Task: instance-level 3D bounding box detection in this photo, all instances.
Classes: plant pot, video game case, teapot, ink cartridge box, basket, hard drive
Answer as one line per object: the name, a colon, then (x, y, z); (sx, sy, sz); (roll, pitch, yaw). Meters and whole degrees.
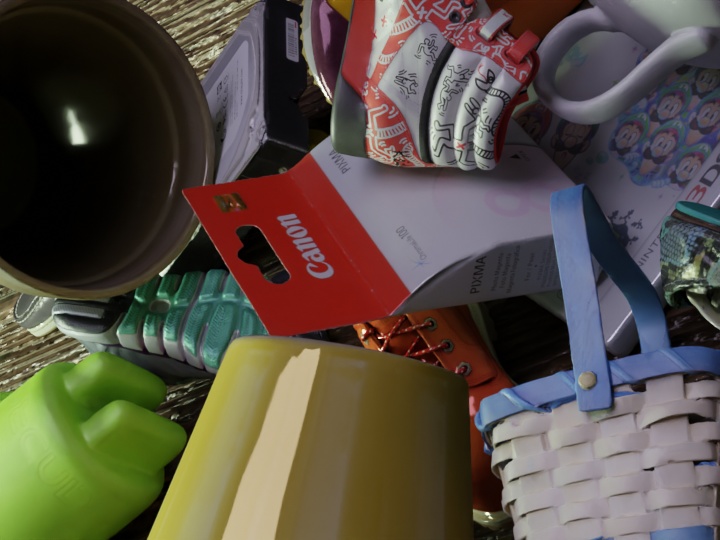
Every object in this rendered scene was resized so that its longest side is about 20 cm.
plant pot: (-0.224, -0.078, 1.273); (0.173, 0.200, 0.200); (-3, 60, 54)
video game case: (0.146, -0.063, 1.145); (0.182, 0.024, 0.200); (-53, 39, 0)
teapot: (0.180, -0.201, 1.091); (0.146, 0.200, 0.198); (-1, 105, 48)
ink cartridge box: (0.018, -0.037, 1.099); (0.163, 0.200, 0.057); (-126, 38, -49)
basket: (0.136, 0.076, 0.945); (0.139, 0.176, 0.200); (-18, 63, 18)
plant pot: (-0.022, 0.138, 0.995); (0.201, 0.201, 0.189); (1, 77, 45)
hard drive: (-0.097, -0.077, 1.326); (0.200, 0.038, 0.140); (-50, 32, 43)

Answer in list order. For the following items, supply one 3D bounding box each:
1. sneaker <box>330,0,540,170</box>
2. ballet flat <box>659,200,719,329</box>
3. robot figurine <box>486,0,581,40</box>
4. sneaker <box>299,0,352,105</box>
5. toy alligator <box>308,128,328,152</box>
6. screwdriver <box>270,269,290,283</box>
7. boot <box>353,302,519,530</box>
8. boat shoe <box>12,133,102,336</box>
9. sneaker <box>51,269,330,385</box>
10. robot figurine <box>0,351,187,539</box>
sneaker: (0.051, -0.154, 1.067); (0.108, 0.067, 0.202); (11, 102, 11)
ballet flat: (0.233, 0.017, 0.982); (0.200, 0.074, 0.074); (21, 78, 52)
robot figurine: (0.086, -0.198, 1.222); (0.200, 0.117, 0.144); (-44, 46, 24)
sneaker: (0.027, -0.187, 1.134); (0.090, 0.075, 0.200); (-9, 65, 52)
toy alligator: (0.002, -0.051, 1.259); (0.054, 0.059, 0.200); (-21, 30, -27)
screwdriver: (0.000, 0.000, 1.207); (0.200, 0.028, 0.029); (-10, 80, 56)
boot: (0.041, 0.060, 1.095); (0.075, 0.107, 0.200); (-40, 43, 13)
boat shoe: (-0.212, -0.033, 1.409); (0.200, 0.065, 0.072); (-49, 28, 33)
sneaker: (-0.104, 0.046, 1.287); (0.200, 0.088, 0.074); (12, 62, 23)
robot figurine: (-0.212, 0.141, 1.273); (0.200, 0.116, 0.176); (-40, 53, 16)
